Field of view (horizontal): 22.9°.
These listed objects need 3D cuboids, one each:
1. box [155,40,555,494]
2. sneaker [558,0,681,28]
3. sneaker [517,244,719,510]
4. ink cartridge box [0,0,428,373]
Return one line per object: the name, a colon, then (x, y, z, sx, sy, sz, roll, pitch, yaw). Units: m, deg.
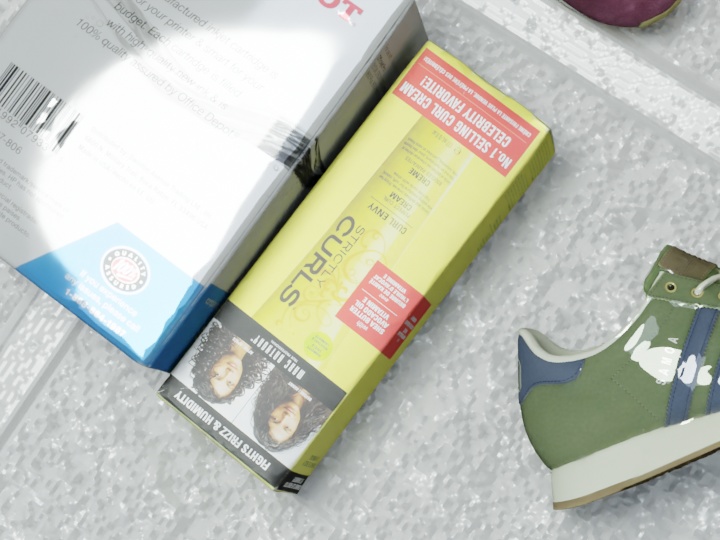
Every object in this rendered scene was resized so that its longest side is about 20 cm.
box: (0.000, 0.000, 0.798, 0.075, 0.050, 0.200, 38, 88, 11)
sneaker: (0.082, -0.201, 0.796, 0.075, 0.090, 0.200, -31, 79, 2)
sneaker: (0.155, 0.026, 0.755, 0.200, 0.067, 0.090, -26, 79, 17)
ink cartridge box: (-0.084, -0.075, 0.802, 0.144, 0.084, 0.200, 36, 89, 10)
